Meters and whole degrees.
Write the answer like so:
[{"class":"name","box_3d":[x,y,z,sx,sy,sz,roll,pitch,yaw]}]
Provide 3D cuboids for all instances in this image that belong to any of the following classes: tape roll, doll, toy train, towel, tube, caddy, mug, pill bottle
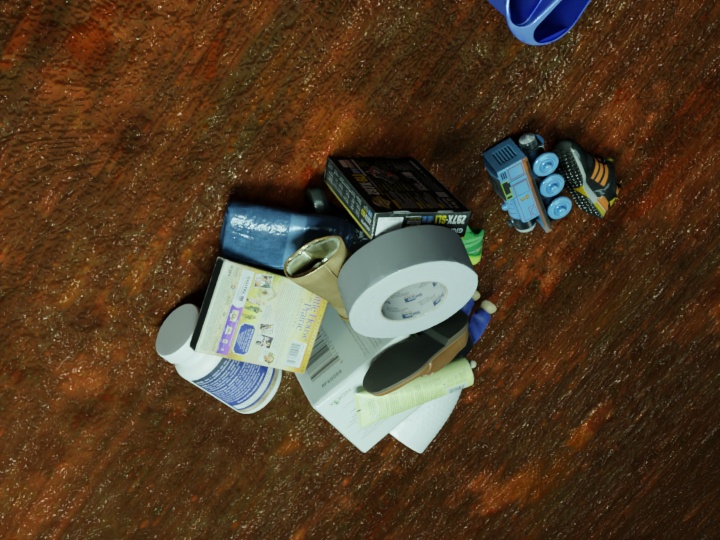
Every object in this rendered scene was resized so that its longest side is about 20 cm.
[{"class":"tape roll","box_3d":[0.069,0.020,1.155,0.198,0.067,0.201,-14,149,-9]},{"class":"doll","box_3d":[0.167,0.122,1.445,0.200,0.136,0.048,-52,-178,-28]},{"class":"toy train","box_3d":[0.291,-0.147,1.369,0.114,0.087,0.201,-27,132,5]},{"class":"towel","box_3d":[-0.115,-0.046,1.209,0.198,0.049,0.112,9,135,-11]},{"class":"tube","box_3d":[0.084,0.192,1.264,0.198,0.052,0.059,-19,86,-13]},{"class":"caddy","box_3d":[0.281,-0.432,1.149,0.141,0.105,0.201,22,111,-34]},{"class":"mug","box_3d":[0.121,0.238,1.517,0.176,0.147,0.200,-53,152,-1]},{"class":"pill bottle","box_3d":[-0.231,0.143,1.286,0.116,0.116,0.200,-42,130,6]}]

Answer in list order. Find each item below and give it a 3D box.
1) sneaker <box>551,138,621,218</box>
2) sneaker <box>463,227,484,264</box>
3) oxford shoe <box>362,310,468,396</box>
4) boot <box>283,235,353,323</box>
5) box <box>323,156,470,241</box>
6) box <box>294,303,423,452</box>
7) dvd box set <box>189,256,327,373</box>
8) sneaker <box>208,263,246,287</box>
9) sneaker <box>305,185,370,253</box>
[{"class":"sneaker","box_3d":[0.412,-0.185,1.418,0.090,0.070,0.200,-49,131,-8]},{"class":"sneaker","box_3d":[0.133,-0.071,1.358,0.199,0.074,0.084,17,93,-35]},{"class":"oxford shoe","box_3d":[0.093,0.144,1.222,0.199,0.071,0.072,-31,132,-17]},{"class":"boot","box_3d":[0.000,0.000,1.205,0.175,0.066,0.200,-36,147,5]},{"class":"box","box_3d":[0.051,-0.113,1.194,0.158,0.200,0.050,-5,123,-24]},{"class":"box","box_3d":[0.003,0.154,1.352,0.200,0.199,0.172,-39,130,1]},{"class":"dvd box set","box_3d":[-0.153,0.073,1.229,0.199,0.029,0.148,16,93,-35]},{"class":"sneaker","box_3d":[-0.180,0.081,1.273,0.078,0.066,0.201,-44,121,-29]},{"class":"sneaker","box_3d":[-0.021,-0.070,1.283,0.103,0.060,0.201,-21,134,-9]}]
